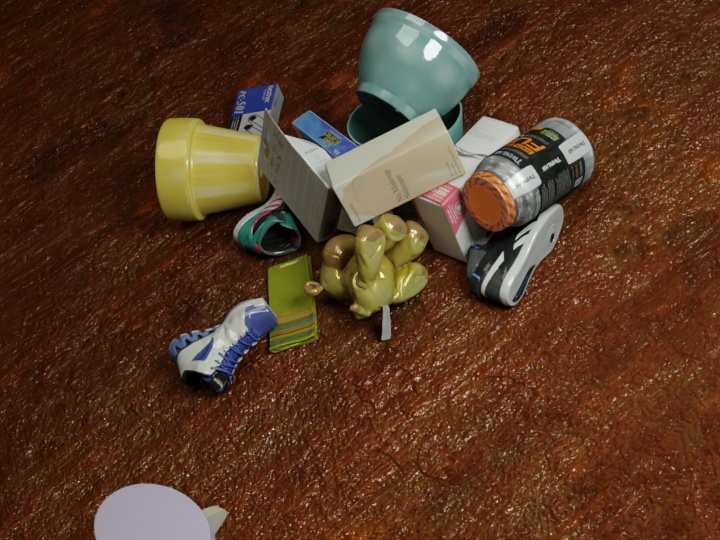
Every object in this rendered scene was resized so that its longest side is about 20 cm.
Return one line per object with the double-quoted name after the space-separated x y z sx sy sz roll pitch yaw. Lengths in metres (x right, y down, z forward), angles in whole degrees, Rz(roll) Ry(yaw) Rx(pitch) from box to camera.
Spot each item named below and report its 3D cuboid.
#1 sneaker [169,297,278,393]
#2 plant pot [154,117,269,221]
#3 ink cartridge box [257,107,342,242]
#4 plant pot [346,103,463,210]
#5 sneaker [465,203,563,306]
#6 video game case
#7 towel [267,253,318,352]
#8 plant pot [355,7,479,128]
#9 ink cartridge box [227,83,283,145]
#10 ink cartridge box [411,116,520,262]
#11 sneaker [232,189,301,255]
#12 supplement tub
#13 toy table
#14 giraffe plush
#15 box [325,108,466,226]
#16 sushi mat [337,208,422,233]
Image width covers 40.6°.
-0.221 0.140 1.618 0.199 0.081 0.115 -28 47 9 "sneaker"
-0.277 -0.194 1.879 0.188 0.201 0.201 1 48 5 "plant pot"
-0.103 -0.170 1.694 0.050 0.162 0.200 -25 66 -25 "ink cartridge box"
0.090 -0.205 1.713 0.200 0.161 0.201 -9 41 8 "plant pot"
0.237 -0.041 1.565 0.112 0.073 0.200 18 61 35 "sneaker"
-0.026 -0.166 1.708 0.045 0.181 0.200 -37 44 -10 "video game case"
-0.121 0.054 1.685 0.086 0.018 0.200 -17 44 9 "towel"
0.075 -0.311 1.589 0.200 0.200 0.134 27 82 40 "plant pot"
-0.226 -0.310 2.052 0.094 0.044 0.200 -8 47 16 "ink cartridge box"
0.192 -0.135 1.621 0.085 0.146 0.200 24 64 42 "ink cartridge box"
-0.132 -0.100 1.784 0.200 0.084 0.121 -44 41 -7 "sneaker"
0.263 -0.149 1.534 0.200 0.123 0.122 -34 42 -29 "supplement tub"
-0.269 0.390 1.371 0.200 0.117 0.184 27 64 39 "toy table"
0.000 0.000 1.608 0.162 0.172 0.200 14 91 46 "giraffe plush"
0.054 -0.162 1.546 0.200 0.095 0.078 -27 38 7 "box"
0.030 -0.096 1.757 0.200 0.012 0.096 17 59 35 "sushi mat"
